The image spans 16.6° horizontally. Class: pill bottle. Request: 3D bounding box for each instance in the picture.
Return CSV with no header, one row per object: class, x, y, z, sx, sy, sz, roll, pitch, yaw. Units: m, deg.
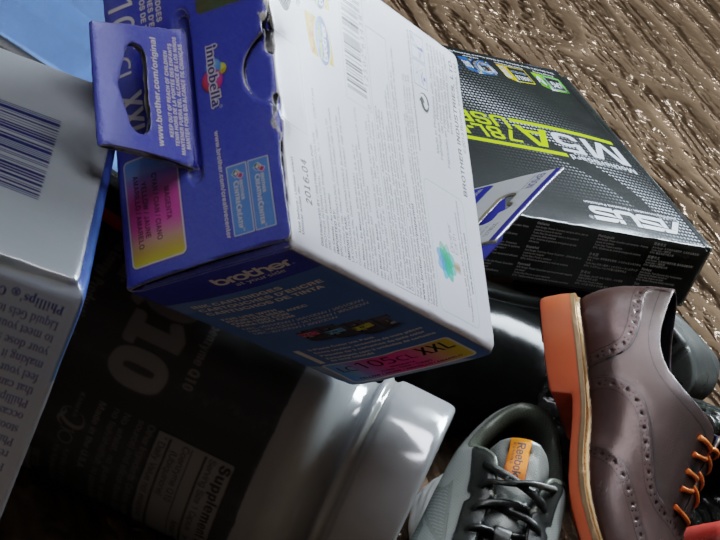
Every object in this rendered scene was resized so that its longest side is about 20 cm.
pill bottle,-0.068,0.059,1.063,0.199,0.113,0.113,25,23,4

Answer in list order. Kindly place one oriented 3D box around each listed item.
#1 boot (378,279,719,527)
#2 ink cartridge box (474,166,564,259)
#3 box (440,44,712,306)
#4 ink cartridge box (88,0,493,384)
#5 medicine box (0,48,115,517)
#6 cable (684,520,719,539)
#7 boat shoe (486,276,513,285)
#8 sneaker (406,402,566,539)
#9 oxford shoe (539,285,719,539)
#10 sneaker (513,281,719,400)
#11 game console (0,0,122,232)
boot,0.096,0.071,1.238,0.211,0.080,0.158,-4,35,-48
ink cartridge box,0.000,0.000,1.187,0.199,0.037,0.095,-15,16,31
box,0.066,-0.062,1.355,0.199,0.048,0.193,10,27,-30
ink cartridge box,-0.030,-0.047,0.943,0.200,0.076,0.137,30,49,-59
medicine box,-0.171,0.036,0.902,0.102,0.201,0.182,19,23,-10
cable,0.209,0.115,1.161,0.097,0.200,0.051,-2,68,-26
boat shoe,0.016,-0.026,1.381,0.200,0.074,0.075,38,27,31
sneaker,0.053,0.121,1.091,0.074,0.080,0.200,24,24,-4
oxford shoe,0.132,0.095,1.132,0.071,0.072,0.201,61,18,-64
sneaker,0.121,0.020,1.406,0.200,0.076,0.091,42,17,28
game console,-0.098,-0.096,1.048,0.200,0.119,0.172,33,7,-7
